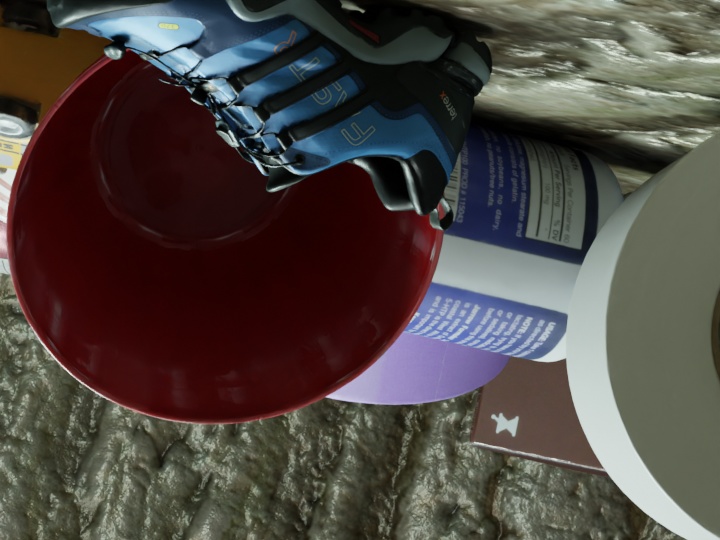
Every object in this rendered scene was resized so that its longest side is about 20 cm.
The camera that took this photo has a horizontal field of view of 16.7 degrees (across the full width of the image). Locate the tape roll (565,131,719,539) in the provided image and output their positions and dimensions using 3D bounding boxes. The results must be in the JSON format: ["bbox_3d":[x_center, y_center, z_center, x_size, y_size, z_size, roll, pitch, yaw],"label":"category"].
[{"bbox_3d":[0.198,0.032,1.096,0.202,0.203,0.139,12,175,-2],"label":"tape roll"}]

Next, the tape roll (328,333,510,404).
[{"bbox_3d":[0.000,0.000,1.467,0.200,0.066,0.200,9,-151,-5],"label":"tape roll"}]

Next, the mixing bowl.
[{"bbox_3d":[-0.068,-0.041,1.148,0.200,0.200,0.108,13,-158,-17],"label":"mixing bowl"}]

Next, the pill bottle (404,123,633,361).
[{"bbox_3d":[0.079,-0.015,1.340,0.200,0.120,0.120,13,175,-18],"label":"pill bottle"}]

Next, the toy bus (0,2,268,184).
[{"bbox_3d":[-0.136,-0.083,1.248,0.200,0.065,0.078,12,158,-3],"label":"toy bus"}]

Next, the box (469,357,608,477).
[{"bbox_3d":[0.202,0.088,2.062,0.164,0.166,0.200,11,177,15],"label":"box"}]

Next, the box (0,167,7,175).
[{"bbox_3d":[-0.270,-0.100,1.423,0.095,0.078,0.200,13,175,-27],"label":"box"}]

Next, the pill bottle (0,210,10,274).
[{"bbox_3d":[-0.242,-0.053,1.728,0.200,0.114,0.114,11,176,7],"label":"pill bottle"}]

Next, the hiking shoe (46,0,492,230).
[{"bbox_3d":[-0.038,-0.079,1.024,0.200,0.087,0.074,13,175,-20],"label":"hiking shoe"}]

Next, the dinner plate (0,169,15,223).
[{"bbox_3d":[-0.188,-0.071,1.590,0.200,0.024,0.200,12,150,7],"label":"dinner plate"}]
